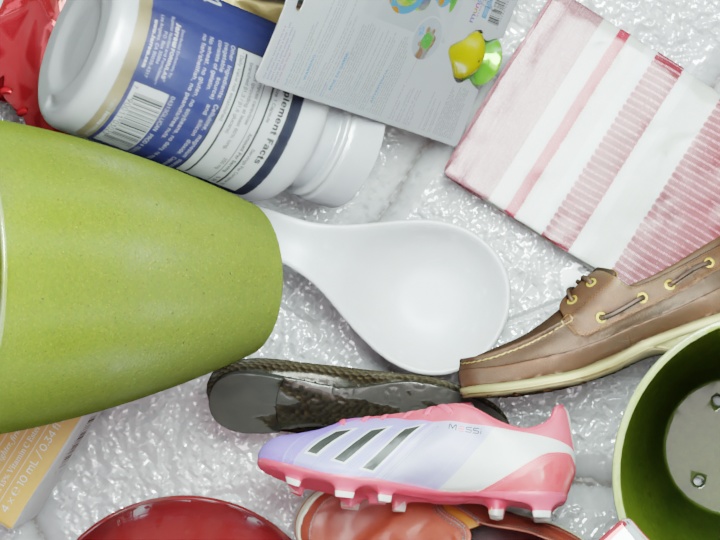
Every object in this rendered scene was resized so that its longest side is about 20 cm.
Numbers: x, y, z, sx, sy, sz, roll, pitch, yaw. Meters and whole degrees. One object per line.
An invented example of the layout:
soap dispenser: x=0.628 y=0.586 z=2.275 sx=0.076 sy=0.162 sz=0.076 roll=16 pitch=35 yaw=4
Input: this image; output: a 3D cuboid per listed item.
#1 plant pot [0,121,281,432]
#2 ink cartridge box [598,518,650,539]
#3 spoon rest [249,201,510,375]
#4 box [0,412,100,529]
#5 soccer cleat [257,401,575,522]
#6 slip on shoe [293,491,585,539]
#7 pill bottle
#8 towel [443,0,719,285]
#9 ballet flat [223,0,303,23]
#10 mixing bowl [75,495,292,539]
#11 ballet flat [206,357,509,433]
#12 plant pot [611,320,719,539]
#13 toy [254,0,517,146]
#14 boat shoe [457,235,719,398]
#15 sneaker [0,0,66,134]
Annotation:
plant pot: x=-0.155 y=0.005 z=1.330 sx=0.200 sy=0.187 sz=0.188 roll=1 pitch=90 yaw=-32
ink cartridge box: x=0.113 y=0.232 z=1.293 sx=0.144 sy=0.200 sz=0.084 roll=-40 pitch=81 yaw=-12
spoon rest: x=0.000 y=0.000 z=1.460 sx=0.200 sy=0.061 sz=0.100 roll=21 pitch=91 yaw=2
box: x=-0.265 y=0.057 z=1.448 sx=0.200 sy=0.097 sz=0.125 roll=32 pitch=91 yaw=1
soccer cleat: x=0.036 y=0.114 z=1.429 sx=0.199 sy=0.067 sz=0.077 roll=6 pitch=77 yaw=4
slip on shoe: x=0.055 y=0.178 z=1.459 sx=0.200 sy=0.061 sz=0.074 roll=13 pitch=92 yaw=3
pill bottle: x=-0.088 y=-0.108 z=1.402 sx=0.200 sy=0.111 sz=0.111 roll=20 pitch=91 yaw=-28
towel: x=0.173 y=-0.070 z=1.475 sx=0.200 sy=0.023 sz=0.144 roll=33 pitch=89 yaw=-1
ballet flat: x=-0.058 y=-0.166 z=1.468 sx=0.199 sy=0.069 sz=0.063 roll=7 pitch=118 yaw=3
mixing bowl: x=-0.117 y=0.249 z=1.441 sx=0.200 sy=0.108 sz=0.201 roll=0 pitch=91 yaw=1
ballet flat: x=-0.001 y=0.089 z=1.470 sx=0.199 sy=0.046 sz=0.068 roll=8 pitch=110 yaw=-2
plant pot: x=0.238 y=0.115 z=1.384 sx=0.187 sy=0.200 sz=0.188 roll=0 pitch=90 yaw=1
toy: x=0.011 y=-0.153 z=1.392 sx=0.047 sy=0.200 sz=0.115 roll=29 pitch=100 yaw=41
boat shoe: x=0.153 y=0.032 z=1.435 sx=0.200 sy=0.072 sz=0.068 roll=-17 pitch=88 yaw=-2
sneaker: x=-0.212 y=-0.108 z=1.467 sx=0.115 sy=0.078 sz=0.200 roll=-8 pitch=78 yaw=10
